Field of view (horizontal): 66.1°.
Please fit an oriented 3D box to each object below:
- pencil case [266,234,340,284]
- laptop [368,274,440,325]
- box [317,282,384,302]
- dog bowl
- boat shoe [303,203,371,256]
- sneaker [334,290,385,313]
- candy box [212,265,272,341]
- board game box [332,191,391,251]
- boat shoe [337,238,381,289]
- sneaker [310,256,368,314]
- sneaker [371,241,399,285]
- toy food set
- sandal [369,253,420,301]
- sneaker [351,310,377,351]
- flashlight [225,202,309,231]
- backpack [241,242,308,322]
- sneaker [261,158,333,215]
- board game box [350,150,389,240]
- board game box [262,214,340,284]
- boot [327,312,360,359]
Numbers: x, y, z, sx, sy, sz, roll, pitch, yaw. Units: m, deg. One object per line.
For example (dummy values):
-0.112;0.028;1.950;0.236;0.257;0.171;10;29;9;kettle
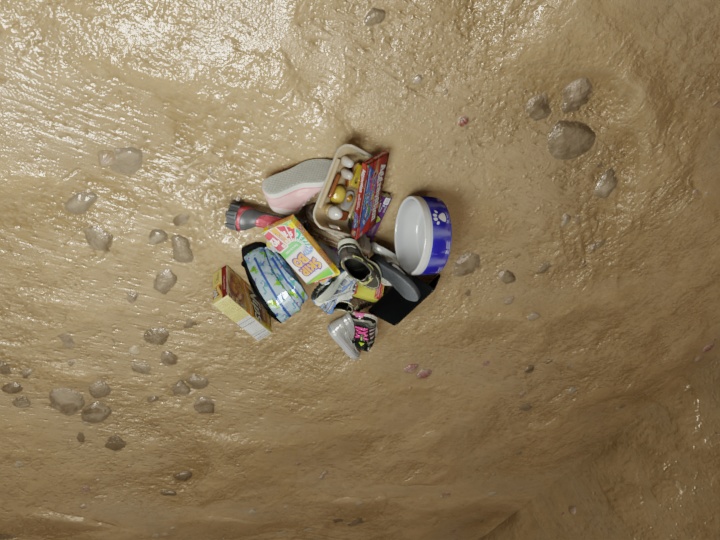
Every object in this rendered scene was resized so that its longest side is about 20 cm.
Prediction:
-0.145;-0.048;1.413;0.197;0.083;0.092;33;94;-2;pencil case
0.135;0.067;1.653;0.103;0.200;0.177;45;115;-2;laptop
-0.023;0.033;1.588;0.196;0.078;0.050;19;165;-31;box
0.160;-0.091;1.446;0.076;0.203;0.203;-1;133;-19;dog bowl
-0.062;-0.094;1.436;0.197;0.076;0.072;33;128;-4;boat shoe
-0.013;0.100;1.659;0.194;0.077;0.072;-4;134;-13;sneaker
-0.325;0.093;1.527;0.054;0.117;0.200;-28;134;13;candy box
-0.007;-0.131;1.479;0.117;0.033;0.203;6;130;-26;board game box
0.000;0.000;1.420;0.070;0.062;0.202;-21;140;18;boat shoe
-0.045;0.036;1.509;0.200;0.077;0.086;-44;117;-14;sneaker
0.078;-0.005;1.567;0.086;0.072;0.199;-54;135;-4;sneaker
-0.024;-0.187;1.324;0.142;0.060;0.204;9;108;-56;toy food set
0.093;0.008;1.452;0.042;0.200;0.077;-32;136;-17;sandal
0.010;0.186;1.643;0.072;0.090;0.201;11;157;12;sneaker
-0.227;-0.113;1.338;0.194;0.070;0.068;14;174;10;flashlight
-0.223;0.038;1.449;0.150;0.203;0.165;-20;135;2;backpack
-0.140;-0.199;1.348;0.195;0.077;0.106;-20;151;-10;sneaker
0.022;-0.183;1.354;0.019;0.103;0.204;25;128;20;board game box
-0.138;-0.041;1.322;0.094;0.031;0.201;-17;130;32;board game box
-0.023;0.209;1.764;0.094;0.074;0.201;-34;140;4;boot
